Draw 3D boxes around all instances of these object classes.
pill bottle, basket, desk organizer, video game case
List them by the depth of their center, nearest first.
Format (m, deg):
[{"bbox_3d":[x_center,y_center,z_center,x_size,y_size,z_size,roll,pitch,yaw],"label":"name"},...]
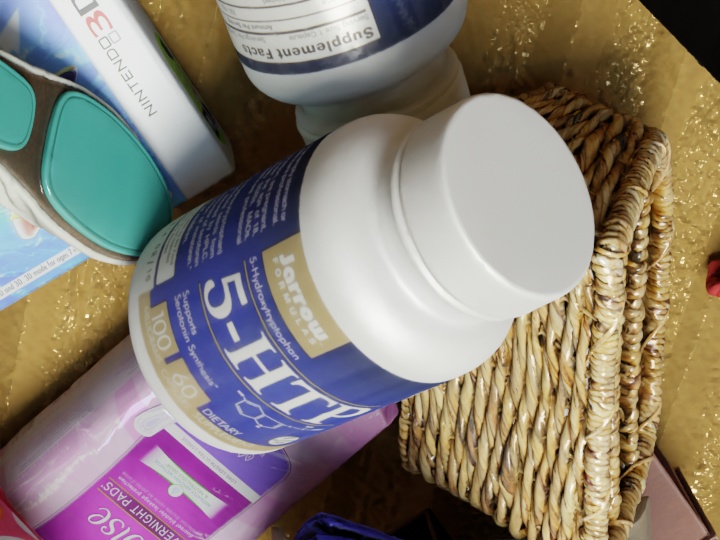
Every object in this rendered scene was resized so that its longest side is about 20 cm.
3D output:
[{"bbox_3d":[0.000,0.000,0.874,0.120,0.120,0.200,37,140,-26],"label":"pill bottle"},{"bbox_3d":[-0.016,-0.146,0.901,0.110,0.111,0.201,-21,120,0],"label":"pill bottle"},{"bbox_3d":[-0.190,-0.074,0.943,0.199,0.046,0.182,-30,118,6],"label":"video game case"},{"bbox_3d":[0.114,0.026,0.975,0.142,0.149,0.201,-22,124,-34],"label":"basket"},{"bbox_3d":[0.087,0.158,1.108,0.200,0.072,0.077,-34,116,7],"label":"desk organizer"}]

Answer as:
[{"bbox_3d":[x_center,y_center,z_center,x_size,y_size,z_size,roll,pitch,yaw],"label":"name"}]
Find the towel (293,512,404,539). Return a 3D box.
[{"bbox_3d":[0.050,0.180,0.969,0.199,0.050,0.148,20,150,-7],"label":"towel"}]

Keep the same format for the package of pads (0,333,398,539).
[{"bbox_3d":[-0.092,0.089,1.032,0.200,0.076,0.120,-41,114,11],"label":"package of pads"}]

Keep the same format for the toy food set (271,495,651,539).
[{"bbox_3d":[0.058,0.191,1.056,0.199,0.060,0.144,-5,115,3],"label":"toy food set"}]

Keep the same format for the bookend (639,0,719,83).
[{"bbox_3d":[0.258,-0.105,0.928,0.199,0.199,0.092,19,111,-21],"label":"bookend"}]

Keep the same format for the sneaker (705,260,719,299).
[{"bbox_3d":[0.228,0.016,1.069,0.084,0.077,0.201,-3,112,3],"label":"sneaker"}]

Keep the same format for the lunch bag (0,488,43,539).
[{"bbox_3d":[-0.229,0.181,0.984,0.082,0.200,0.177,-3,124,-47],"label":"lunch bag"}]

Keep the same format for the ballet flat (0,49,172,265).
[{"bbox_3d":[-0.159,-0.060,0.884,0.069,0.070,0.200,-40,145,10],"label":"ballet flat"}]
